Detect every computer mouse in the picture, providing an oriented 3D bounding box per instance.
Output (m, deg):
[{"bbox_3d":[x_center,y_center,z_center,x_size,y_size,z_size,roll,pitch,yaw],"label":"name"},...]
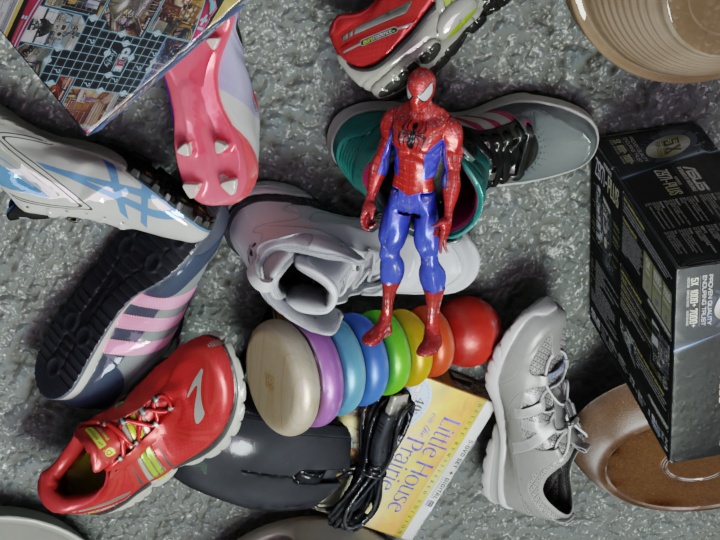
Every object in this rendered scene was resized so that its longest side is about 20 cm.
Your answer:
[{"bbox_3d":[-0.063,0.138,1.542,0.199,0.053,0.139,12,118,-17],"label":"computer mouse"}]

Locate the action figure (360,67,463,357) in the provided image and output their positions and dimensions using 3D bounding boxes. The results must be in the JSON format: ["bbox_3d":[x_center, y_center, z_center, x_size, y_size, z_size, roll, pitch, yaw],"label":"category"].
[{"bbox_3d":[0.035,-0.040,1.380,0.065,0.052,0.201,12,113,21],"label":"action figure"}]

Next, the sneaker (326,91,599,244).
[{"bbox_3d":[0.084,-0.074,1.445,0.199,0.121,0.084,-3,120,-10],"label":"sneaker"}]

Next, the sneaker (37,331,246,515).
[{"bbox_3d":[-0.159,0.120,1.471,0.200,0.077,0.085,-45,158,29],"label":"sneaker"}]

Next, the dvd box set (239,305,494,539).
[{"bbox_3d":[-0.014,0.122,1.592,0.200,0.029,0.147,22,113,-22],"label":"dvd box set"}]

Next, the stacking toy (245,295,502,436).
[{"bbox_3d":[0.019,0.063,1.517,0.200,0.085,0.086,-11,124,-31],"label":"stacking toy"}]

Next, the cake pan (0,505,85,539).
[{"bbox_3d":[-0.287,0.265,1.613,0.200,0.037,0.201,-5,121,-9],"label":"cake pan"}]

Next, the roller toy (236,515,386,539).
[{"bbox_3d":[-0.041,0.301,1.621,0.199,0.140,0.183,3,122,-12],"label":"roller toy"}]

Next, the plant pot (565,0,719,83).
[{"bbox_3d":[0.244,-0.210,1.417,0.200,0.093,0.201,-6,122,-9],"label":"plant pot"}]

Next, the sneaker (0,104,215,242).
[{"bbox_3d":[-0.198,-0.058,1.413,0.199,0.072,0.073,21,102,-8],"label":"sneaker"}]

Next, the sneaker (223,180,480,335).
[{"bbox_3d":[0.000,0.000,1.473,0.199,0.115,0.075,12,117,-18],"label":"sneaker"}]

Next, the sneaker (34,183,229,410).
[{"bbox_3d":[-0.151,0.021,1.494,0.200,0.070,0.082,-48,140,15],"label":"sneaker"}]

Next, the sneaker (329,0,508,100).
[{"bbox_3d":[0.059,-0.208,1.384,0.200,0.077,0.085,-44,81,0],"label":"sneaker"}]

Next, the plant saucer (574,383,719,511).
[{"bbox_3d":[0.263,0.141,1.611,0.199,0.032,0.200,-1,144,-1],"label":"plant saucer"}]

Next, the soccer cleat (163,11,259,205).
[{"bbox_3d":[-0.104,-0.143,1.406,0.066,0.076,0.201,-3,104,13],"label":"soccer cleat"}]

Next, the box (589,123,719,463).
[{"bbox_3d":[0.234,0.012,1.480,0.086,0.200,0.164,-8,121,-8],"label":"box"}]

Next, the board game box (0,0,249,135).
[{"bbox_3d":[-0.145,-0.204,1.338,0.200,0.035,0.136,-39,92,12],"label":"board game box"}]

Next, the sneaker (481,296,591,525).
[{"bbox_3d":[0.146,0.108,1.573,0.075,0.082,0.200,-36,139,-38],"label":"sneaker"}]
